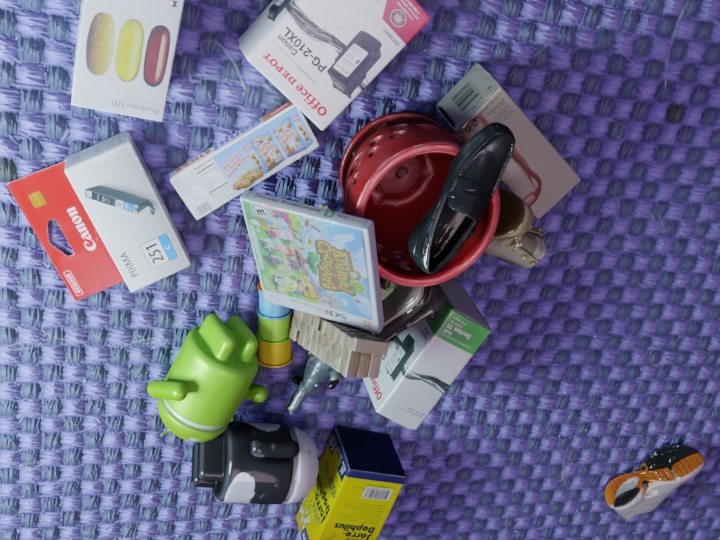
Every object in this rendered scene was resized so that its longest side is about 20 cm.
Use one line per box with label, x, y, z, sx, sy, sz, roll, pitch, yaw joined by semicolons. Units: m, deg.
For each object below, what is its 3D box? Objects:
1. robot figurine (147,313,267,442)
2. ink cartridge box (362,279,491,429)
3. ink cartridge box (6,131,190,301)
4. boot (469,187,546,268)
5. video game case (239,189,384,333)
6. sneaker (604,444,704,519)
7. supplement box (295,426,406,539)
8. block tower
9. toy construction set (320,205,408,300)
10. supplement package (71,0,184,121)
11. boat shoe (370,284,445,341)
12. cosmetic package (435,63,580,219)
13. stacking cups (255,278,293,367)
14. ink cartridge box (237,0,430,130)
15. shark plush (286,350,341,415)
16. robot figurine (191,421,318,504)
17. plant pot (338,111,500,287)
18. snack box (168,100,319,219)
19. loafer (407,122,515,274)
robot figurine;-0.224;0.163;1.339;0.174;0.116;0.202;7;120;-48
ink cartridge box;0.090;0.115;1.387;0.082;0.147;0.201;26;108;-27
ink cartridge box;-0.346;-0.059;1.220;0.174;0.045;0.202;-24;123;-3
boot;0.215;-0.055;1.308;0.153;0.199;0.073;23;80;-28
video game case;-0.060;-0.008;1.195;0.179;0.022;0.202;15;141;19
sneaker;0.566;0.407;1.746;0.198;0.076;0.092;-30;131;11
supplement box;-0.019;0.380;1.528;0.108;0.109;0.202;12;115;-23
block tower;-0.036;0.096;1.278;0.053;0.199;0.059;8;97;-30
toy construction set;0.000;0.000;1.334;0.198;0.092;0.132;25;110;-15
supplement package;-0.269;-0.295;1.067;0.112;0.110;0.203;7;117;-19
boat shoe;0.037;0.074;1.297;0.057;0.068;0.199;27;135;-32
cosmetic package;0.207;-0.179;1.279;0.087;0.104;0.199;-43;120;12
stacking cups;-0.126;0.044;1.332;0.059;0.061;0.203;-5;120;-13
ink cartridge box;-0.035;-0.302;1.147;0.200;0.085;0.144;-44;121;11
shark plush;-0.051;0.143;1.392;0.199;0.084;0.091;-37;133;8
robot figurine;-0.162;0.300;1.434;0.197;0.150;0.127;7;101;-21
plant pot;0.067;-0.109;1.229;0.197;0.183;0.203;-7;121;-12
snack box;-0.157;-0.149;1.234;0.198;0.024;0.072;-31;122;2
loafer;0.128;-0.084;1.114;0.067;0.071;0.202;24;109;-25
